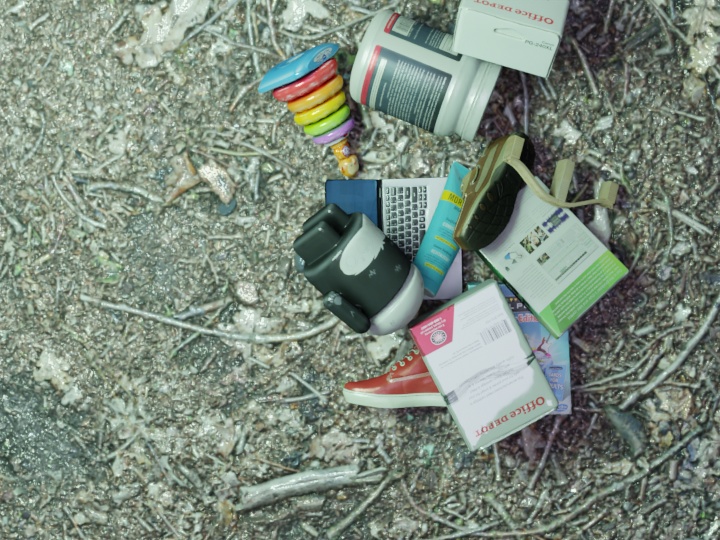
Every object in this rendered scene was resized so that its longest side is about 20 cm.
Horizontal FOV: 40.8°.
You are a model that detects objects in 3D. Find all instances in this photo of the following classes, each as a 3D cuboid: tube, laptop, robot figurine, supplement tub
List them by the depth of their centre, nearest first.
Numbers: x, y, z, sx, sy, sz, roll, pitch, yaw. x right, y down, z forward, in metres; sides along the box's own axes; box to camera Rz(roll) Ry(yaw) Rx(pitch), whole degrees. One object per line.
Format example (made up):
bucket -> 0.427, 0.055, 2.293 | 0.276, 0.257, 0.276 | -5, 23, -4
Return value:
robot figurine -> -0.001, 0.002, 1.357 | 0.200, 0.125, 0.151 | 43, 80, -18
supplement tub -> 0.095, -0.282, 1.413 | 0.198, 0.140, 0.142 | 23, 96, 4
laptop -> 0.054, -0.043, 1.448 | 0.197, 0.116, 0.190 | -1, 95, 6
tube -> 0.131, -0.059, 1.453 | 0.077, 0.050, 0.202 | 30, 77, -20

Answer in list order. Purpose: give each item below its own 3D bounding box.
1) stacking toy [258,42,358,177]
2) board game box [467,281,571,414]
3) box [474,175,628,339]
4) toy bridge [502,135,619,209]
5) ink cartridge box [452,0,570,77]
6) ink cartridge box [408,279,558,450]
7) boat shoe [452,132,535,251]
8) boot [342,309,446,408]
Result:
stacking toy -> -0.053, -0.229, 1.459 | 0.109, 0.116, 0.202 | -10, 115, 43
board game box -> 0.241, 0.118, 1.473 | 0.149, 0.047, 0.203 | -3, 94, 6
box -> 0.275, -0.020, 1.432 | 0.144, 0.036, 0.200 | -41, 74, -3
toy bridge -> 0.293, -0.128, 1.413 | 0.198, 0.027, 0.068 | 22, 78, -21
ink cartridge box -> 0.221, -0.382, 1.367 | 0.143, 0.084, 0.202 | 16, 55, 4
ink cartridge box -> 0.177, 0.136, 1.404 | 0.144, 0.083, 0.202 | -27, 91, 2
boat shoe -> 0.187, -0.117, 1.428 | 0.076, 0.073, 0.201 | 49, 63, -37
boot -> 0.069, 0.135, 1.484 | 0.197, 0.072, 0.147 | -3, 94, -2
